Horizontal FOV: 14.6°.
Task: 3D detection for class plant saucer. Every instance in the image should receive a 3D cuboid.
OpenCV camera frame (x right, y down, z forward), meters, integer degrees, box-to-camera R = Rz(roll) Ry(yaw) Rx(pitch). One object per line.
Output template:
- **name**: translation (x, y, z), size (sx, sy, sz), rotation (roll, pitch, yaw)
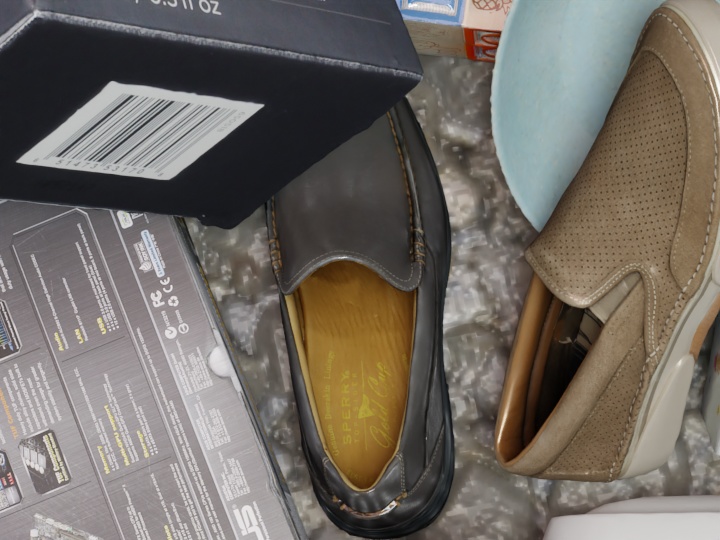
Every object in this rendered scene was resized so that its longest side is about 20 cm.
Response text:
- **plant saucer**: translation (0.137, -0.087, 1.046), size (0.201, 0.201, 0.039), rotation (-31, 36, -1)

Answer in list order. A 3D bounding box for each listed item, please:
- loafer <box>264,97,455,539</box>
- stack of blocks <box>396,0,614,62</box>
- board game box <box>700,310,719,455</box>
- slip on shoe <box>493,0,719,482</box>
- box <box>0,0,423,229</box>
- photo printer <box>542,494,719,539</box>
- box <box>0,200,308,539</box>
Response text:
- **loafer**: translation (0.000, 0.000, 1.070), size (0.073, 0.072, 0.200), rotation (-12, 79, 4)
- **stack of blocks**: translation (0.081, -0.182, 1.100), size (0.115, 0.059, 0.200), rotation (7, 81, 6)
- **board game box**: translation (0.235, 0.005, 1.019), size (0.200, 0.064, 0.148), rotation (8, 103, 0)
- **slip on shoe**: translation (0.092, -0.006, 1.014), size (0.060, 0.200, 0.076), rotation (-6, 41, -23)
- **box**: translation (-0.107, -0.134, 1.010), size (0.117, 0.196, 0.200), rotation (-35, 65, 34)
- **photo printer**: translation (0.152, 0.164, 1.014), size (0.200, 0.069, 0.167), rotation (-4, 80, 22)
- **box**: translation (-0.119, 0.066, 1.082), size (0.158, 0.048, 0.200), rotation (-23, 80, 2)
